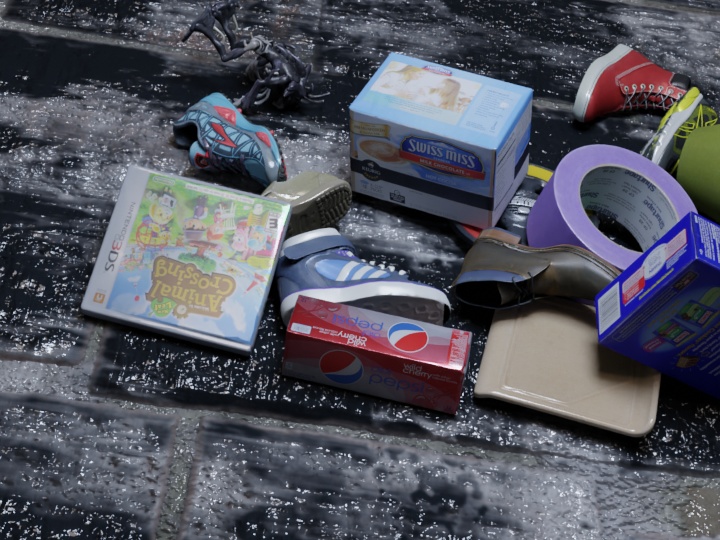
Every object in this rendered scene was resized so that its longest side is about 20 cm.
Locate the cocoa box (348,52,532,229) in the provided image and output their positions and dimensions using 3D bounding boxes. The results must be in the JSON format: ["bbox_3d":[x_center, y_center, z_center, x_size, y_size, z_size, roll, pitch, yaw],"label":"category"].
[{"bbox_3d":[0.099,-0.162,1.674,0.197,0.132,0.134,18,47,19],"label":"cocoa box"}]

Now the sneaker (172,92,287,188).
[{"bbox_3d":[-0.167,-0.144,1.705,0.095,0.080,0.200,-29,45,-24],"label":"sneaker"}]

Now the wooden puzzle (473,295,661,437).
[{"bbox_3d":[0.238,0.103,1.524,0.197,0.038,0.186,11,40,10],"label":"wooden puzzle"}]

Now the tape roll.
[{"bbox_3d":[0.306,-0.049,1.632,0.197,0.085,0.202,12,51,-15],"label":"tape roll"}]

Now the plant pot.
[{"bbox_3d":[0.514,-0.116,1.734,0.198,0.190,0.187,15,39,30],"label":"plant pot"}]

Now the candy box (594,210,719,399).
[{"bbox_3d":[0.382,0.047,1.461,0.198,0.169,0.078,25,45,-18],"label":"candy box"}]

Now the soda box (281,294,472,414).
[{"bbox_3d":[0.017,0.091,1.465,0.197,0.071,0.064,13,40,4],"label":"soda box"}]

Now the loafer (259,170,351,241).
[{"bbox_3d":[-0.103,-0.062,1.615,0.198,0.077,0.068,-25,41,-29],"label":"loafer"}]

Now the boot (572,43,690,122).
[{"bbox_3d":[0.393,-0.246,1.920,0.143,0.073,0.200,29,41,19],"label":"boot"}]

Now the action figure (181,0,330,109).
[{"bbox_3d":[-0.140,-0.274,1.829,0.199,0.102,0.119,40,34,-5],"label":"action figure"}]

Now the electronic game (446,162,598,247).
[{"bbox_3d":[0.203,-0.074,1.708,0.196,0.042,0.202,6,42,-5],"label":"electronic game"}]

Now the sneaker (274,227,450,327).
[{"bbox_3d":[0.000,0.000,1.555,0.196,0.081,0.148,-1,46,-4],"label":"sneaker"}]

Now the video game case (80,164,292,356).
[{"bbox_3d":[-0.193,-0.014,1.519,0.197,0.022,0.185,14,69,5],"label":"video game case"}]

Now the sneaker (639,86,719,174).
[{"bbox_3d":[0.439,-0.170,1.837,0.084,0.075,0.201,37,56,1],"label":"sneaker"}]

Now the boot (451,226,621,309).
[{"bbox_3d":[0.200,0.020,1.545,0.198,0.075,0.097,16,47,31],"label":"boot"}]
